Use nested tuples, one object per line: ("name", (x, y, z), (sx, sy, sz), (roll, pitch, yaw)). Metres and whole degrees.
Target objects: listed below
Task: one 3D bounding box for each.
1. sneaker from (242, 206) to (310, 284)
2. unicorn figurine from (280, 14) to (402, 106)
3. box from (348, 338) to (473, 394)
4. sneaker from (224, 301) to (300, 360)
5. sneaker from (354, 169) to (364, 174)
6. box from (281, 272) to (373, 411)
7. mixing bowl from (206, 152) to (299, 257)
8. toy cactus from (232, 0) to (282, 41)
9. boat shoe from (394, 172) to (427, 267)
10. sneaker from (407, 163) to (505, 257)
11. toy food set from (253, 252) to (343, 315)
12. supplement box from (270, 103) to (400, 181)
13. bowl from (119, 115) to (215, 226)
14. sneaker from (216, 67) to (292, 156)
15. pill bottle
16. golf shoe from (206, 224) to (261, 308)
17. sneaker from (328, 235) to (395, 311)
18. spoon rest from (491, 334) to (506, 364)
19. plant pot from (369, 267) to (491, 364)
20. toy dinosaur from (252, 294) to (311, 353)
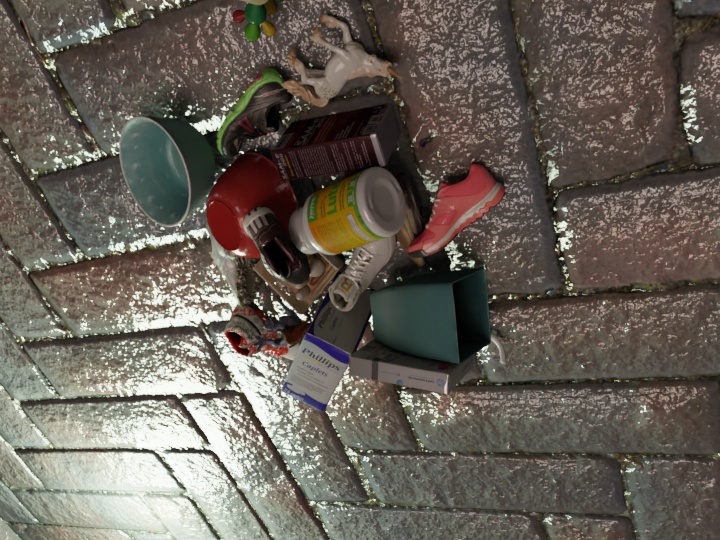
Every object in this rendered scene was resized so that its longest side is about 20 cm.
("sneaker", (-0.134, -0.011, 1.238), (0.075, 0.116, 0.201), (-34, 138, 2))
("unicorn figurine", (-0.032, -0.329, 1.130), (0.136, 0.075, 0.198), (36, 147, -22))
("box", (0.098, 0.170, 1.326), (0.195, 0.155, 0.042), (5, 104, 25))
("sneaker", (-0.214, 0.164, 1.574), (0.201, 0.109, 0.067), (43, 130, -16))
("sneaker", (-0.038, -0.117, 1.296), (0.084, 0.078, 0.202), (28, 132, 2))
("box", (-0.061, 0.147, 1.446), (0.103, 0.186, 0.202), (26, 133, 0))
("mixing bowl", (-0.214, -0.102, 1.310), (0.197, 0.108, 0.205), (26, 131, 33))
("toy cactus", (-0.133, -0.422, 1.033), (0.198, 0.165, 0.104), (-32, 92, 33))
("boat shoe", (0.090, -0.088, 1.272), (0.072, 0.064, 0.202), (42, 166, 47))
("sneaker", (0.149, -0.104, 1.217), (0.199, 0.074, 0.087), (-39, 96, 12))
("toy food set", (-0.129, -0.008, 1.401), (0.143, 0.061, 0.200), (43, 139, 1))
("supplement box", (-0.041, -0.215, 1.193), (0.195, 0.110, 0.062), (-6, 126, 24))
("bowl", (-0.342, -0.194, 1.310), (0.197, 0.104, 0.206), (20, 123, 33))
("sneaker", (-0.187, -0.258, 1.238), (0.083, 0.077, 0.199), (41, 132, -9))
("pill bottle", (-0.029, -0.090, 1.185), (0.197, 0.112, 0.112), (-17, 121, 43))
("golf shoe", (-0.267, -0.018, 1.486), (0.095, 0.078, 0.204), (18, 130, 32))
("sneaker", (0.000, 0.000, 1.320), (0.073, 0.116, 0.202), (31, 142, 8))
("spoon rest", (0.196, 0.149, 1.425), (0.194, 0.062, 0.099), (4, 171, 15))
("plant pot", (0.124, 0.078, 1.328), (0.196, 0.140, 0.146), (0, 101, 36))
("toy dinosaur", (-0.144, 0.139, 1.484), (0.198, 0.179, 0.107), (30, 104, 36))
